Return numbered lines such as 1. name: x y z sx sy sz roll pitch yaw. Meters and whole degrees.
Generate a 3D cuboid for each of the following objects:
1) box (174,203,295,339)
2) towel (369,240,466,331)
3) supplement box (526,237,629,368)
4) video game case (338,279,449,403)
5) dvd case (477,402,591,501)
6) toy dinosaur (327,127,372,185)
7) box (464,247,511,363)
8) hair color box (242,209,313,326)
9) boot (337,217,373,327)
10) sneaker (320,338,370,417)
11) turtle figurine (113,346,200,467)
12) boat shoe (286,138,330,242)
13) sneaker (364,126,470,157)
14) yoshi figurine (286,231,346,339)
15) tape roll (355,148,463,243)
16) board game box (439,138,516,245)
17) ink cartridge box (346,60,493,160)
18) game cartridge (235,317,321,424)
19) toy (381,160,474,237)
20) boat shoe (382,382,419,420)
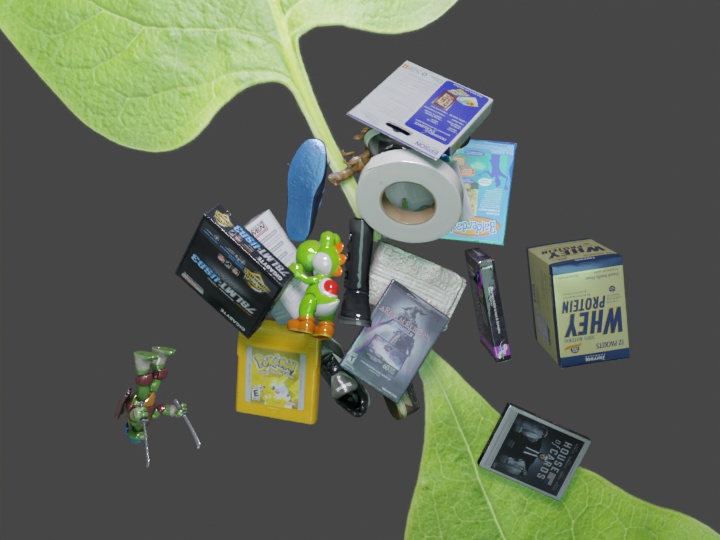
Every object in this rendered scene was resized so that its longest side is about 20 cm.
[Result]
1. box: -0.241 0.006 1.651 0.200 0.050 0.199 42 135 3
2. towel: 0.104 0.036 1.754 0.198 0.034 0.134 22 99 -7
3. supplement box: 0.417 0.058 1.689 0.133 0.200 0.202 -9 102 -1
4. video game case: 0.068 0.140 1.724 0.142 0.019 0.201 34 84 -10
5. dvd case: 0.367 0.383 1.842 0.198 0.025 0.151 24 100 -7
6. toy dinosaur: 0.029 -0.221 1.696 0.198 0.061 0.107 -13 114 2
7. box: 0.249 0.064 1.712 0.036 0.143 0.202 -13 102 -2
8. hair color box: -0.167 -0.005 1.696 0.099 0.060 0.201 -42 105 -38
9. boot: 0.000 0.000 1.663 0.065 0.165 0.202 9 93 -8
10. sneaker: -0.041 0.213 1.754 0.066 0.091 0.201 -32 101 3
11. turtle figurine: -0.391 0.259 1.723 0.143 0.199 0.196 1 99 -38
12. boat shoe: -0.109 -0.159 1.690 0.083 0.069 0.202 19 104 6
13. sneaker: 0.109 -0.222 1.616 0.198 0.091 0.067 -4 144 -6
14. yoshi figurine: -0.089 0.025 1.667 0.111 0.112 0.202 11 80 -1
15. tape roll: 0.089 -0.134 1.597 0.201 0.037 0.204 9 138 8
16. board game box: 0.218 -0.157 1.714 0.150 0.045 0.202 6 100 -3
17. ink cartridge box: 0.108 -0.284 1.586 0.197 0.047 0.200 30 58 21
18. game cartridge: -0.166 0.197 1.747 0.174 0.032 0.202 6 102 16
19. toy: 0.116 -0.140 1.676 0.198 0.047 0.116 -12 107 27
20. boat shoe: 0.067 0.200 1.773 0.064 0.073 0.202 -17 94 -26
